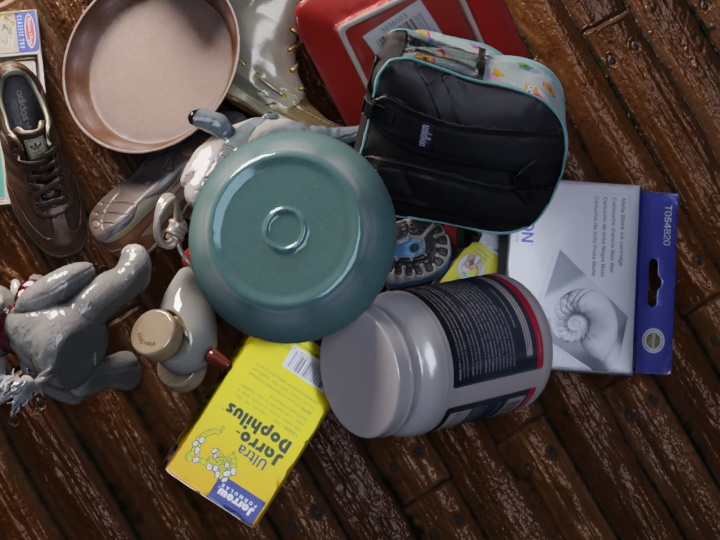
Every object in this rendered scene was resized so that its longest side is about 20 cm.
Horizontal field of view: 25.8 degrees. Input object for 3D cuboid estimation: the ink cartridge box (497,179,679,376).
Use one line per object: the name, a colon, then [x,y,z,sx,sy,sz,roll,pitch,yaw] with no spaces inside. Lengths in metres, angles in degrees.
ink cartridge box: [0.241,0.008,1.637,0.198,0.041,0.201,3,87,-10]

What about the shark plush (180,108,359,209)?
shark plush: [-0.086,-0.105,1.559,0.199,0.083,0.091,-6,131,-26]

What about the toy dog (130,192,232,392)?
toy dog: [-0.149,0.026,1.555,0.096,0.132,0.202,11,90,23]

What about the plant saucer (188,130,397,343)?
plant saucer: [-0.067,-0.035,1.448,0.198,0.036,0.202,-1,81,9]

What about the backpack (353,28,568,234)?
backpack: [0.101,-0.133,1.517,0.198,0.154,0.177,15,119,4]

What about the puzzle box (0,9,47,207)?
puzzle box: [-0.385,-0.162,1.612,0.132,0.025,0.202,-7,87,-9]

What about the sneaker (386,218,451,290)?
sneaker: [0.000,0.000,1.627,0.198,0.090,0.079,-3,71,13]

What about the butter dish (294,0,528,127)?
butter dish: [0.053,-0.250,1.622,0.199,0.148,0.200,-24,120,9]

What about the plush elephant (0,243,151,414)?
plush elephant: [-0.323,0.054,1.554,0.154,0.166,0.200,29,41,29]

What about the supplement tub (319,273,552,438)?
supplement tub: [0.075,0.083,1.522,0.199,0.140,0.142,-9,87,-38]

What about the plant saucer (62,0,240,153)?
plant saucer: [-0.208,-0.210,1.601,0.199,0.034,0.202,-5,75,18]

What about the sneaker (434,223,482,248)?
sneaker: [0.106,-0.123,1.651,0.097,0.071,0.202,17,68,18]

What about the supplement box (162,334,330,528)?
supplement box: [-0.102,0.143,1.587,0.109,0.109,0.201,33,82,-5]

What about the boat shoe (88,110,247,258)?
boat shoe: [-0.188,-0.086,1.618,0.200,0.076,0.072,-41,125,-10]

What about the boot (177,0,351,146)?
boot: [-0.071,-0.224,1.634,0.199,0.072,0.156,28,87,-1]

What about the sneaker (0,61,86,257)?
sneaker: [-0.327,-0.110,1.565,0.070,0.076,0.201,-20,89,-9]

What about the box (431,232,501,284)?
box: [0.128,0.041,1.659,0.117,0.048,0.200,39,80,-5]

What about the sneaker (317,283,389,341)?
sneaker: [-0.059,-0.001,1.521,0.198,0.078,0.141,-2,78,-20]
